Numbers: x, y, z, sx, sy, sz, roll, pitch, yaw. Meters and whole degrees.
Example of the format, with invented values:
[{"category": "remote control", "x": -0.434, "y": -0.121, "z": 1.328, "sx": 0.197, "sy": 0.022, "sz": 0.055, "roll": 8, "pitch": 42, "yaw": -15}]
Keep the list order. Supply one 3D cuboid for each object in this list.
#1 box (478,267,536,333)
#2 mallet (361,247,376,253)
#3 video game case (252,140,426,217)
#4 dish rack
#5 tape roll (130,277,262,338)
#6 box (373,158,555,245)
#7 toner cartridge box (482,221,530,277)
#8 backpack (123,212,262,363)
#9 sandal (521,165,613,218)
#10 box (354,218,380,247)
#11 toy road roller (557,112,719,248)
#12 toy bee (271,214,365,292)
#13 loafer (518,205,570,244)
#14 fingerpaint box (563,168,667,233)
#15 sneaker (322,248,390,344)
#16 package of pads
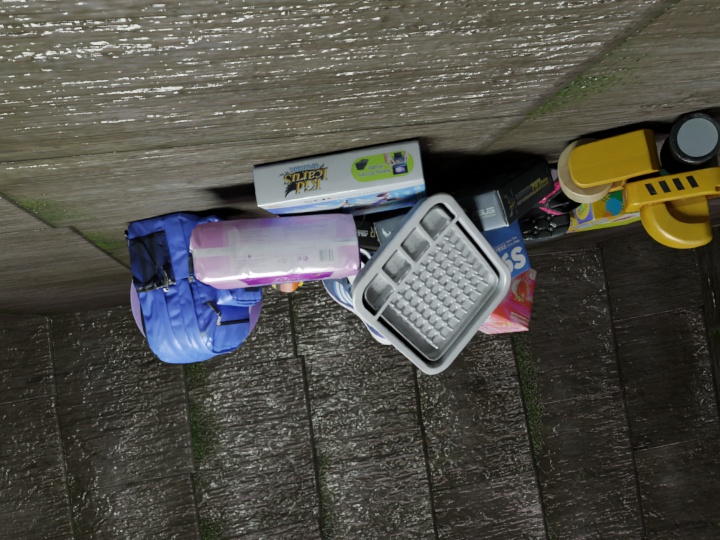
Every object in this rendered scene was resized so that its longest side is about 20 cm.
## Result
[{"category": "box", "x": 0.165, "y": 0.020, "z": 1.057, "sx": 0.198, "sy": 0.101, "sz": 0.095, "roll": 23, "pitch": 160, "yaw": -32}, {"category": "mallet", "x": -0.041, "y": -0.043, "z": 1.250, "sx": 0.197, "sy": 0.042, "sz": 0.066, "roll": 9, "pitch": 178, "yaw": 1}, {"category": "video game case", "x": -0.013, "y": -0.096, "z": 0.816, "sx": 0.178, "sy": 0.046, "sz": 0.200, "roll": -8, "pitch": 177, "yaw": 7}, {"category": "dish rack", "x": 0.083, "y": 0.016, "z": 0.844, "sx": 0.200, "sy": 0.172, "sz": 0.043, "roll": 43, "pitch": 175, "yaw": -37}, {"category": "tape roll", "x": -0.264, "y": 0.040, "z": 1.135, "sx": 0.197, "sy": 0.203, "sz": 0.085, "roll": -8, "pitch": 176, "yaw": 4}, {"category": "box", "x": 0.138, "y": -0.086, "z": 0.933, "sx": 0.198, "sy": 0.052, "sz": 0.157, "roll": -12, "pitch": -166, "yaw": 42}, {"category": "toner cartridge box", "x": 0.139, "y": -0.010, "z": 0.950, "sx": 0.198, "sy": 0.096, "sz": 0.043, "roll": -25, "pitch": -169, "yaw": -27}, {"category": "backpack", "x": -0.229, "y": 0.026, "z": 0.990, "sx": 0.165, "sy": 0.203, "sz": 0.162, "roll": -9, "pitch": 176, "yaw": 22}, {"category": "sandal", "x": 0.294, "y": -0.114, "z": 0.993, "sx": 0.197, "sy": 0.045, "sz": 0.076, "roll": -14, "pitch": 132, "yaw": -1}, {"category": "box", "x": 0.076, "y": -0.065, "z": 1.197, "sx": 0.159, "sy": 0.044, "sz": 0.198, "roll": -5, "pitch": -172, "yaw": -45}, {"category": "toy road roller", "x": 0.347, "y": -0.094, "z": 0.844, "sx": 0.197, "sy": 0.148, "sz": 0.123, "roll": -9, "pitch": 176, "yaw": 18}, {"category": "toy bee", "x": -0.089, "y": -0.042, "z": 1.012, "sx": 0.107, "sy": 0.133, "sz": 0.199, "roll": 17, "pitch": -161, "yaw": 25}, {"category": "loafer", "x": 0.224, "y": -0.065, "z": 1.084, "sx": 0.197, "sy": 0.069, "sz": 0.070, "roll": -7, "pitch": -178, "yaw": 18}, {"category": "fingerpaint box", "x": 0.443, "y": -0.121, "z": 1.245, "sx": 0.164, "sy": 0.075, "sz": 0.200, "roll": -9, "pitch": 176, "yaw": -6}, {"category": "sneaker", "x": 0.000, "y": 0.000, "z": 1.003, "sx": 0.080, "sy": 0.200, "sz": 0.148, "roll": -29, "pitch": 141, "yaw": -16}, {"category": "package of pads", "x": -0.098, "y": -0.023, "z": 0.846, "sx": 0.197, "sy": 0.077, "sz": 0.121, "roll": -5, "pitch": 177, "yaw": -2}]
